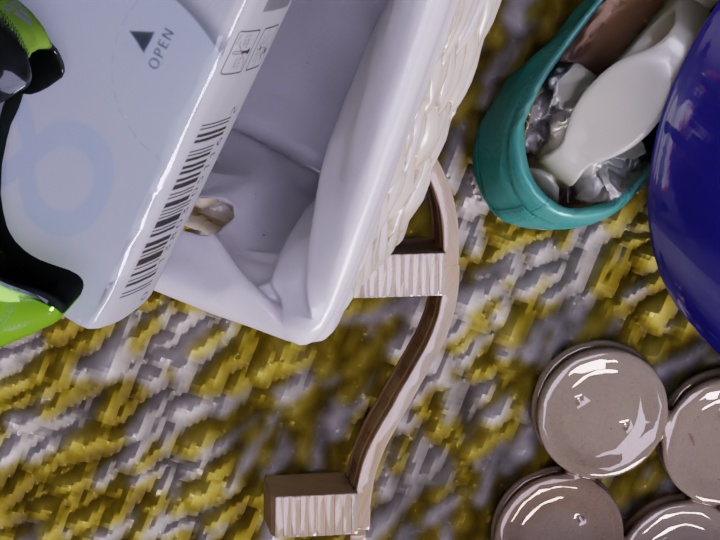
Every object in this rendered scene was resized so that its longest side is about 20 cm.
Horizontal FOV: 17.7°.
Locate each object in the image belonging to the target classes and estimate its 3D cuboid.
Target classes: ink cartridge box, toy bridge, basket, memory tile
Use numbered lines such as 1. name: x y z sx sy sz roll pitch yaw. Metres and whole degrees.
1. ink cartridge box: -0.116 -0.103 0.638 0.200 0.047 0.160 30 109 8
2. toy bridge: 0.000 0.000 0.810 0.067 0.027 0.201 -2 104 -11
3. basket: -0.024 -0.100 0.700 0.135 0.123 0.201 23 107 12
4. memory tile: 0.142 0.113 0.873 0.199 0.017 0.154 14 102 -13

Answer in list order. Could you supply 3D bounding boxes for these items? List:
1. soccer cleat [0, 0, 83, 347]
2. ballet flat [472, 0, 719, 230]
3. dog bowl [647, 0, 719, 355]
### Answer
1. soccer cleat: -0.124 -0.073 0.598 0.081 0.068 0.201 -12 99 16
2. ballet flat: 0.116 -0.091 0.786 0.067 0.070 0.200 37 95 -16
3. dog bowl: 0.199 -0.034 0.776 0.199 0.079 0.201 -15 126 -22
